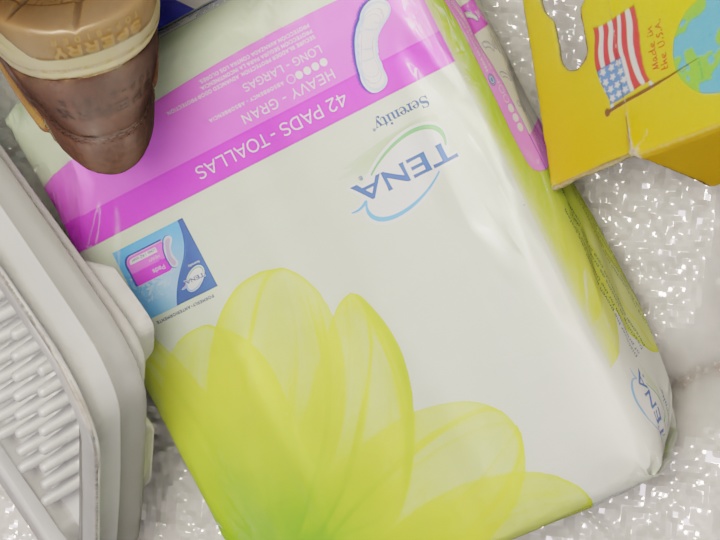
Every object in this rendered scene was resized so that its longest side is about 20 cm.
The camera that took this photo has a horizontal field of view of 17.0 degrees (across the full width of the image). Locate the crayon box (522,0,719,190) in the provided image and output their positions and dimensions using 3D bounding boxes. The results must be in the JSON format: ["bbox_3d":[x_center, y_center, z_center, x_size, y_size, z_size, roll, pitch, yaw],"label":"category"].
[{"bbox_3d":[0.139,-0.108,0.720,0.199,0.051,0.128,-20,68,35],"label":"crayon box"}]

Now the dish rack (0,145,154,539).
[{"bbox_3d":[-0.126,-0.001,0.799,0.043,0.172,0.200,-29,69,-21],"label":"dish rack"}]

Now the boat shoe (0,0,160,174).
[{"bbox_3d":[-0.100,-0.101,0.756,0.072,0.200,0.072,-20,130,-9],"label":"boat shoe"}]

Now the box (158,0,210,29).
[{"bbox_3d":[-0.053,-0.173,0.825,0.118,0.041,0.201,26,103,15],"label":"box"}]

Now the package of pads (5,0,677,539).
[{"bbox_3d":[0.000,0.000,0.785,0.154,0.068,0.201,-25,98,18],"label":"package of pads"}]
